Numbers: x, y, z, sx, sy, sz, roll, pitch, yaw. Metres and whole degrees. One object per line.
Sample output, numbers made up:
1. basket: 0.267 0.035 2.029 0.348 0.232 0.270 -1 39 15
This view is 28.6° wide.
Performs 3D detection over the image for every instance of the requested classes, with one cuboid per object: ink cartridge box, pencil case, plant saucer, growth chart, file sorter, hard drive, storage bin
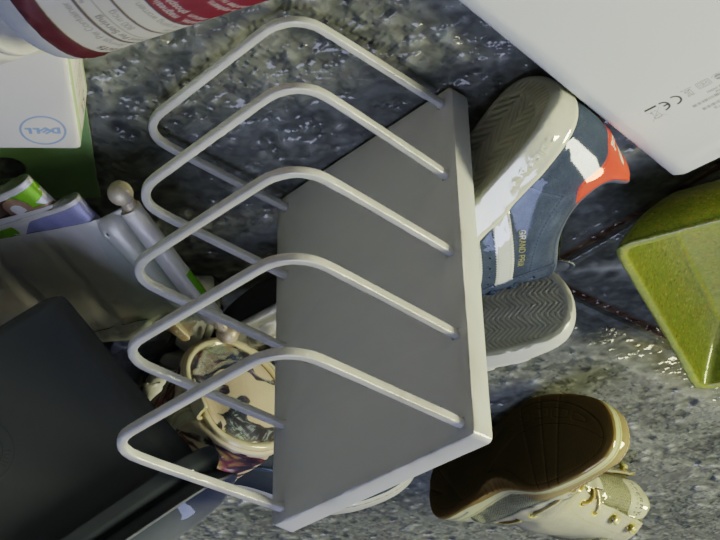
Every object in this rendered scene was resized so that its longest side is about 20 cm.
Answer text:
1. ink cartridge box: -0.209 -0.079 0.700 0.145 0.048 0.200 0 145 -4
2. pencil case: -0.119 0.114 0.860 0.089 0.078 0.200 -16 161 -46
3. plant saucer: 0.270 -0.010 0.838 0.199 0.048 0.200 -15 146 20
4. growth chart: -0.182 -0.001 0.787 0.199 0.018 0.145 -4 136 24
5. file sorter: -0.032 -0.002 0.690 0.124 0.201 0.138 28 137 -36
6. hard drive: 0.153 -0.121 0.673 0.132 0.026 0.200 -27 140 33
7. storage bin: -0.185 0.116 0.735 0.199 0.135 0.146 -32 169 -19

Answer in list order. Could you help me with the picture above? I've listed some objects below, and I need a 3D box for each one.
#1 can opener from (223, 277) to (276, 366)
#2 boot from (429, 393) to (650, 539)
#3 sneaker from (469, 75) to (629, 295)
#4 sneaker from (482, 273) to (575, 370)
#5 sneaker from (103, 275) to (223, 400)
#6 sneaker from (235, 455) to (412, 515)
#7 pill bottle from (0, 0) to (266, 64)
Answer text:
1. can opener: 0.000 0.000 0.843 0.199 0.067 0.053 -29 140 15
2. boot: 0.168 0.158 1.077 0.154 0.072 0.200 19 147 -29
3. sneaker: 0.063 -0.008 0.760 0.084 0.075 0.200 31 119 -30
4. sneaker: 0.053 0.048 0.902 0.199 0.074 0.116 -6 151 24
5. sneaker: -0.163 0.054 0.901 0.090 0.067 0.200 18 141 -20
6. sneaker: -0.047 0.108 0.977 0.201 0.077 0.146 5 150 -9
7. pill bottle: -0.084 -0.147 0.535 0.199 0.115 0.114 -14 146 18
